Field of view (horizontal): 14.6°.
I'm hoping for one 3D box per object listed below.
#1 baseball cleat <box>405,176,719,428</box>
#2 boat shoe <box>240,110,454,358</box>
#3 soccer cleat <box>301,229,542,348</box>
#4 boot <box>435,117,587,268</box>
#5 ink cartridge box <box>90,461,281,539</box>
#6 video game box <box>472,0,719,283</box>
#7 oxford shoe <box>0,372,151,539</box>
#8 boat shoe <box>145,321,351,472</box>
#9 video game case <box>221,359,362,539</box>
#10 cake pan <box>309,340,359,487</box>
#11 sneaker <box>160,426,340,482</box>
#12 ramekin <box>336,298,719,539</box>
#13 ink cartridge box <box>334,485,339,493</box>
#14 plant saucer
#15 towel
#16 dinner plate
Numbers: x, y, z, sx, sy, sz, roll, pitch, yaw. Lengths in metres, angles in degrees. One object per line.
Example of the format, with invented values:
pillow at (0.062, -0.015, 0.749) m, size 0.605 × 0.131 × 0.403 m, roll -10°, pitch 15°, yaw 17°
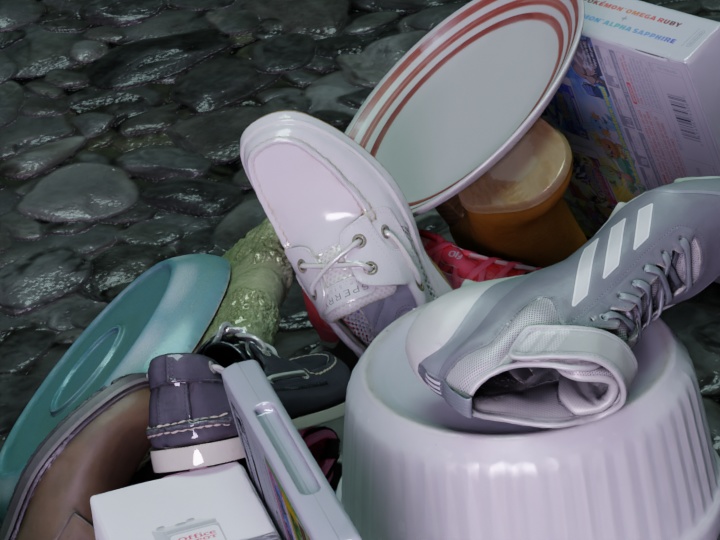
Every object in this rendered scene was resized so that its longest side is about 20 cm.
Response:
baseball cleat at (0.124, 0.023, 1.356) m, size 0.200 × 0.070 × 0.106 m, roll -26°, pitch 39°, yaw -16°
boat shoe at (0.000, 0.000, 1.573) m, size 0.071 × 0.200 × 0.069 m, roll -27°, pitch 23°, yaw 27°
soccer cleat at (0.058, 0.011, 1.654) m, size 0.200 × 0.077 × 0.067 m, roll 4°, pitch 29°, yaw 23°
boot at (0.116, -0.022, 1.685) m, size 0.071 × 0.144 × 0.201 m, roll -51°, pitch 19°, yaw -11°
ink cartridge box at (-0.062, 0.203, 1.324) m, size 0.083 × 0.147 × 0.200 m, roll -12°, pitch 26°, yaw -12°
video game box at (0.175, -0.085, 1.755) m, size 0.182 × 0.200 × 0.047 m, roll 20°, pitch 56°, yaw 43°
oxford shoe at (-0.148, 0.148, 1.477) m, size 0.084 × 0.073 × 0.200 m, roll 28°, pitch 85°, yaw 25°
boat shoe at (-0.055, 0.056, 1.462) m, size 0.073 × 0.063 × 0.200 m, roll -11°, pitch 4°, yaw 22°
video game case at (-0.011, 0.165, 1.325) m, size 0.022 × 0.200 × 0.182 m, roll -19°, pitch 28°, yaw -9°
cake pan at (0.054, 0.079, 1.649) m, size 0.200 × 0.037 × 0.200 m, roll -6°, pitch 27°, yaw 3°
sneaker at (-0.047, 0.111, 1.518) m, size 0.095 × 0.079 × 0.200 m, roll -31°, pitch 7°, yaw 12°
ramekin at (0.082, 0.083, 1.410) m, size 0.202 × 0.094 × 0.202 m, roll -6°, pitch 27°, yaw 3°
ink cartridge box at (0.082, 0.152, 1.463) m, size 0.200 × 0.076 × 0.136 m, roll 7°, pitch 31°, yaw 25°
plant saucer at (-0.149, 0.063, 1.616) m, size 0.200 × 0.027 × 0.200 m, roll -47°, pitch 14°, yaw 15°
towel at (-0.106, 0.057, 1.631) m, size 0.200 × 0.036 × 0.148 m, roll -41°, pitch 16°, yaw 32°
dinner plate at (0.060, -0.096, 1.676) m, size 0.200 × 0.024 × 0.200 m, roll -34°, pitch 28°, yaw 22°
